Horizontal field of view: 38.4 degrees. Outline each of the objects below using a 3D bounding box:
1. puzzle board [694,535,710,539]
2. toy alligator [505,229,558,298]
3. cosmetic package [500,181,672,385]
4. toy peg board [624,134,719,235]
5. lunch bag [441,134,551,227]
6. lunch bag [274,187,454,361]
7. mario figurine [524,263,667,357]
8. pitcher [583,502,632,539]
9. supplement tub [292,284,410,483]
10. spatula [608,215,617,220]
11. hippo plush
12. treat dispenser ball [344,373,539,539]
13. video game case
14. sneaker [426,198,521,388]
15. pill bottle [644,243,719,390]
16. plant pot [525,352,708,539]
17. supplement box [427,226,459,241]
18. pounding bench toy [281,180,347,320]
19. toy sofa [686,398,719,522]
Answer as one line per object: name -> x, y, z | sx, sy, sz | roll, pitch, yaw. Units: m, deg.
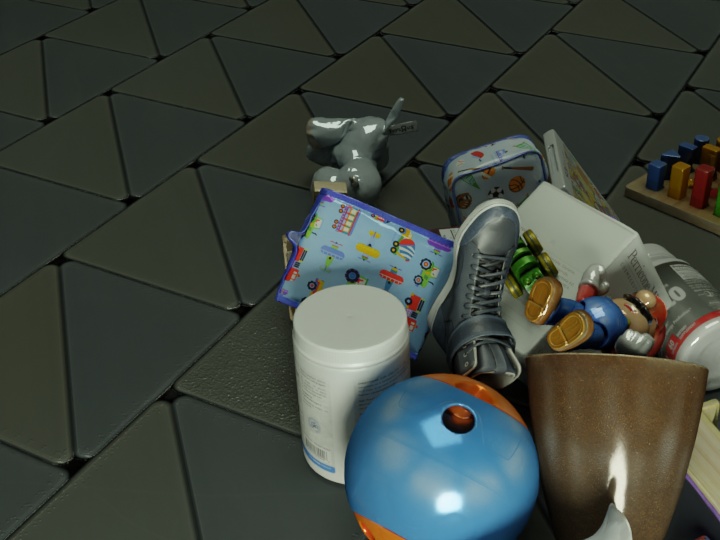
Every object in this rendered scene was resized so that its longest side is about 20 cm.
puzzle board -> 0.313, 0.346, 1.009 | 0.200, 0.017, 0.151 | -18, 37, -21
toy alligator -> 0.193, 0.004, 1.183 | 0.059, 0.054, 0.200 | -32, 46, 8
cosmetic package -> 0.244, 0.034, 1.282 | 0.200, 0.165, 0.165 | -46, 45, -5
toy peg board -> 0.577, -0.165, 1.691 | 0.200, 0.098, 0.199 | -27, 41, -34
lunch bag -> 0.210, -0.091, 1.510 | 0.160, 0.200, 0.076 | -20, 34, -3
lunch bag -> 0.000, 0.000, 1.255 | 0.200, 0.151, 0.094 | 25, -6, -11
mario figurine -> 0.267, 0.041, 1.095 | 0.106, 0.124, 0.200 | -18, -18, 40
pitcher -> 0.175, 0.329, 0.951 | 0.200, 0.121, 0.172 | -22, 79, 4
supplement tub -> -0.008, 0.132, 1.180 | 0.132, 0.200, 0.132 | -1, 33, 1
spatula -> 0.251, -0.063, 1.422 | 0.200, 0.021, 0.057 | 5, 35, 11
hippo plush -> -0.002, -0.162, 1.712 | 0.200, 0.159, 0.161 | -7, 62, 19
treat dispenser ball -> 0.083, 0.207, 1.063 | 0.200, 0.201, 0.201 | -1, 34, 1
video game case -> 0.338, -0.094, 1.529 | 0.023, 0.200, 0.182 | -31, 26, 22
sneaker -> 0.142, 0.037, 1.127 | 0.077, 0.203, 0.146 | 5, 36, -17
pill bottle -> 0.414, 0.055, 1.353 | 0.114, 0.114, 0.200 | -11, 34, -13
plant pot -> 0.258, 0.195, 1.065 | 0.187, 0.200, 0.187 | 5, -11, 1
supplement box -> 0.198, -0.001, 1.451 | 0.200, 0.111, 0.086 | -6, 34, -6
pounding bench toy -> -0.034, -0.007, 1.363 | 0.124, 0.200, 0.156 | -6, 20, -7
toy sofa -> 0.390, 0.237, 1.109 | 0.097, 0.083, 0.200 | -16, 36, -12
